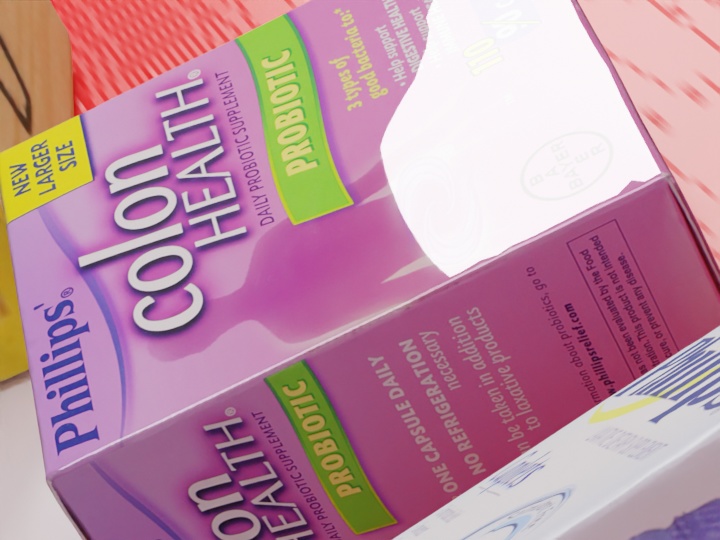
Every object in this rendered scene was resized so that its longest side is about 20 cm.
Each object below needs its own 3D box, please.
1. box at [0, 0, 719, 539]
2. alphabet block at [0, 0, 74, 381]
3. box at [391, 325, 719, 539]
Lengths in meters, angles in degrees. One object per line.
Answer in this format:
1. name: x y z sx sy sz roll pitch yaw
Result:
1. box: 0.000 0.000 0.859 0.200 0.097 0.176 -26 36 6
2. alphabet block: -0.227 -0.064 1.010 0.195 0.197 0.200 -23 36 12
3. box: 0.078 0.084 0.626 0.200 0.105 0.184 -32 0 -4
